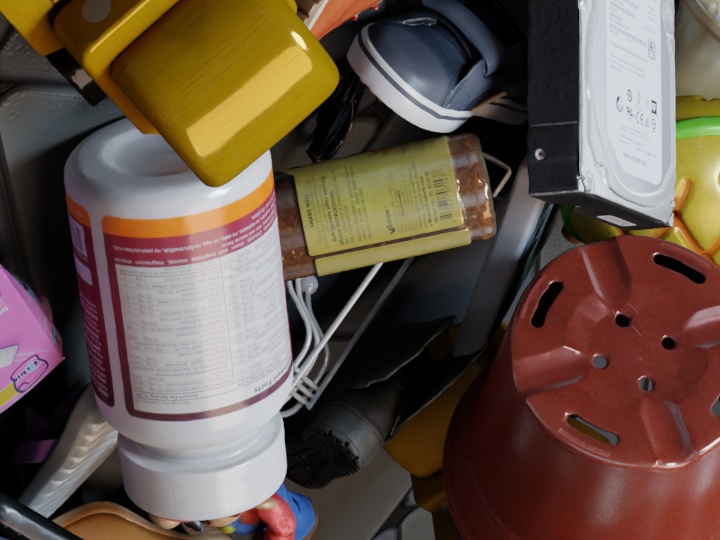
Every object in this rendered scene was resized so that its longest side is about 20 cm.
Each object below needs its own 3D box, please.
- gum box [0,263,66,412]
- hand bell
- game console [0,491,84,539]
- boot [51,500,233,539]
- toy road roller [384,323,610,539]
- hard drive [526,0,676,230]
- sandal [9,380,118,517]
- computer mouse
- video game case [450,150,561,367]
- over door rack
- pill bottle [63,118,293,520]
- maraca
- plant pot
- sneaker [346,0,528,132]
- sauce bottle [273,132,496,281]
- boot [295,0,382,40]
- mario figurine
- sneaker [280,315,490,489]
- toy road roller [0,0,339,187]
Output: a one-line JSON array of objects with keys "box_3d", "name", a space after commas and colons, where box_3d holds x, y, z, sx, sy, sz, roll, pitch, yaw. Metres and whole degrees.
[{"box_3d": [-0.254, 0.057, 1.432, 0.200, 0.066, 0.114, -38, 153, -8], "name": "gum box"}, {"box_3d": [0.192, -0.093, 1.787, 0.104, 0.104, 0.200, -6, 140, -50], "name": "hand bell"}, {"box_3d": [-0.200, 0.205, 1.591, 0.200, 0.176, 0.117, 35, 76, -31], "name": "game console"}, {"box_3d": [-0.140, 0.223, 1.732, 0.077, 0.155, 0.200, -37, 164, 36], "name": "boot"}, {"box_3d": [0.078, 0.122, 1.847, 0.146, 0.200, 0.123, 29, 127, -36], "name": "toy road roller"}, {"box_3d": [0.138, -0.131, 1.573, 0.038, 0.200, 0.140, -5, 169, 28], "name": "hard drive"}, {"box_3d": [-0.170, 0.090, 1.623, 0.082, 0.050, 0.203, -37, 170, -46], "name": "sandal"}, {"box_3d": [-0.049, -0.039, 1.615, 0.200, 0.034, 0.059, -62, 172, 21], "name": "computer mouse"}, {"box_3d": [0.119, -0.061, 1.715, 0.182, 0.022, 0.200, -59, 172, -37], "name": "video game case"}, {"box_3d": [0.000, 0.000, 1.655, 0.200, 0.067, 0.148, -44, 173, -2], "name": "over door rack"}, {"box_3d": [-0.093, 0.025, 1.479, 0.109, 0.110, 0.200, -24, 123, -32], "name": "pill bottle"}, {"box_3d": [0.221, -0.053, 1.708, 0.200, 0.107, 0.137, -7, 150, -6], "name": "maraca"}, {"box_3d": [0.155, 0.085, 1.681, 0.201, 0.201, 0.195, -34, 160, -17], "name": "plant pot"}, {"box_3d": [0.064, -0.130, 1.578, 0.079, 0.078, 0.200, -48, 165, 21], "name": "sneaker"}, {"box_3d": [-0.026, -0.029, 1.550, 0.200, 0.066, 0.066, -10, 150, -1], "name": "sauce bottle"}, {"box_3d": [-0.027, -0.144, 1.440, 0.200, 0.075, 0.107, -44, 159, 2], "name": "boot"}, {"box_3d": [-0.094, 0.138, 1.700, 0.200, 0.123, 0.106, 53, 51, -71], "name": "mario figurine"}, {"box_3d": [0.001, 0.080, 1.761, 0.104, 0.060, 0.200, -50, -168, -19], "name": "sneaker"}, {"box_3d": [-0.092, -0.129, 1.282, 0.123, 0.146, 0.200, -42, 154, -1], "name": "toy road roller"}]
